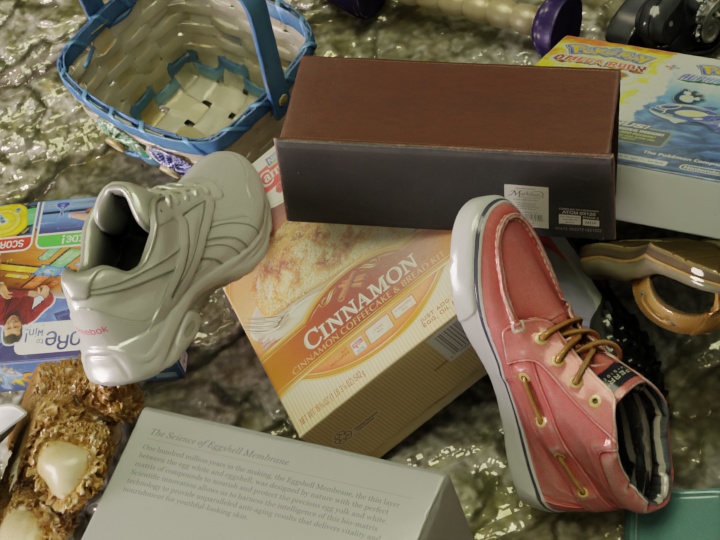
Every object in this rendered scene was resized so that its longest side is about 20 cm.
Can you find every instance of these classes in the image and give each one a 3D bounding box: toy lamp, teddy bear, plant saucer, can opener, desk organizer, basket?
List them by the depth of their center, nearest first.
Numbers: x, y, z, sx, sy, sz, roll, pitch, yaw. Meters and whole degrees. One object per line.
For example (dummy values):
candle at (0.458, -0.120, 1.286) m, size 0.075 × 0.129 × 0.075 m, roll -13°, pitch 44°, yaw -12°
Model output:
plant saucer at (0.181, 0.210, 1.337) m, size 0.070 × 0.019 × 0.200 m, roll -4°, pitch 55°, yaw 14°
desk organizer at (0.056, -0.075, 1.406) m, size 0.200 × 0.072 × 0.077 m, roll 4°, pitch 49°, yaw 10°
teddy bear at (-0.179, 0.118, 1.440) m, size 0.067 × 0.200 × 0.145 m, roll 23°, pitch 89°, yaw -12°
basket at (-0.115, -0.146, 1.567) m, size 0.176 × 0.200 × 0.139 m, roll 25°, pitch 59°, yaw 32°
can opener at (0.250, -0.217, 1.602) m, size 0.079 × 0.063 × 0.200 m, roll 34°, pitch 70°, yaw 34°
toy lamp at (0.055, -0.190, 1.646) m, size 0.200 × 0.058 × 0.058 m, roll 20°, pitch 62°, yaw 25°

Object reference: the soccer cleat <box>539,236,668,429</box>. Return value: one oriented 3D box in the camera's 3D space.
soccer cleat at (0.128, 0.034, 1.462) m, size 0.073 × 0.068 × 0.200 m, roll -37°, pitch 54°, yaw 20°

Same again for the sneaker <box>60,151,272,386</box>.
sneaker at (-0.117, -0.024, 1.430) m, size 0.078 × 0.099 × 0.200 m, roll -4°, pitch 35°, yaw 27°

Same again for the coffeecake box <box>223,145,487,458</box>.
coffeecake box at (0.000, 0.000, 1.482) m, size 0.154 × 0.073 × 0.200 m, roll -39°, pitch 51°, yaw 11°

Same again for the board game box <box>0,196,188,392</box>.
board game box at (-0.210, 0.015, 1.582) m, size 0.200 × 0.034 × 0.135 m, roll -4°, pitch 54°, yaw 13°

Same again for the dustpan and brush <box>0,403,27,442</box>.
dustpan and brush at (-0.305, 0.141, 1.461) m, size 0.057 × 0.200 × 0.140 m, roll 50°, pitch 47°, yaw 3°

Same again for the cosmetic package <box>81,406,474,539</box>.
cosmetic package at (-0.061, 0.206, 1.342) m, size 0.199 × 0.123 × 0.200 m, roll 11°, pitch 60°, yaw 23°

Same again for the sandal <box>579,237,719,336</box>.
sandal at (0.186, 0.010, 1.352) m, size 0.080 × 0.200 × 0.054 m, roll -1°, pitch 92°, yaw -20°

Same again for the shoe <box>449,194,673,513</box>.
shoe at (0.120, 0.049, 1.357) m, size 0.091 × 0.200 × 0.071 m, roll -1°, pitch 22°, yaw 42°

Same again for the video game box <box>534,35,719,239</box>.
video game box at (0.188, -0.086, 1.488) m, size 0.200 × 0.047 × 0.182 m, roll 12°, pitch 28°, yaw 23°
